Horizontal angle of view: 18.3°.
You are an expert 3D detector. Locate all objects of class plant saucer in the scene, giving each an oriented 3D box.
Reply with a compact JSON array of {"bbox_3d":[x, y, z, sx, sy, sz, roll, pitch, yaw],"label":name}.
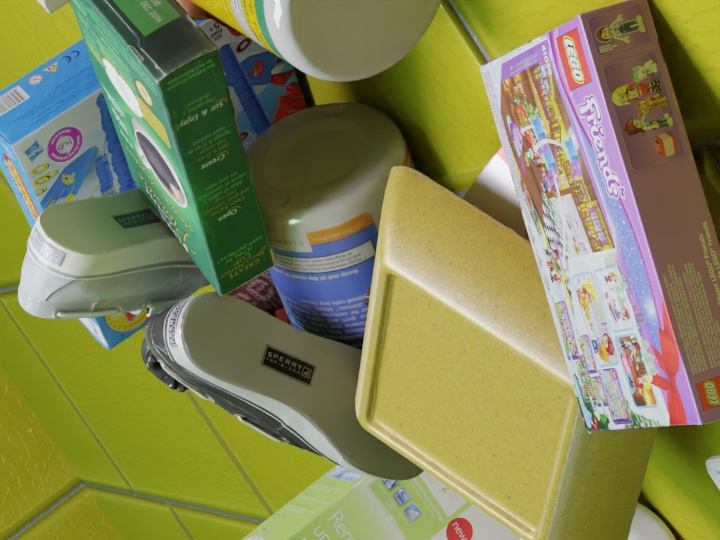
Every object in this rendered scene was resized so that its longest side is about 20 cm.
[{"bbox_3d":[0.072,0.067,1.278,0.200,0.048,0.201,32,140,23],"label":"plant saucer"}]

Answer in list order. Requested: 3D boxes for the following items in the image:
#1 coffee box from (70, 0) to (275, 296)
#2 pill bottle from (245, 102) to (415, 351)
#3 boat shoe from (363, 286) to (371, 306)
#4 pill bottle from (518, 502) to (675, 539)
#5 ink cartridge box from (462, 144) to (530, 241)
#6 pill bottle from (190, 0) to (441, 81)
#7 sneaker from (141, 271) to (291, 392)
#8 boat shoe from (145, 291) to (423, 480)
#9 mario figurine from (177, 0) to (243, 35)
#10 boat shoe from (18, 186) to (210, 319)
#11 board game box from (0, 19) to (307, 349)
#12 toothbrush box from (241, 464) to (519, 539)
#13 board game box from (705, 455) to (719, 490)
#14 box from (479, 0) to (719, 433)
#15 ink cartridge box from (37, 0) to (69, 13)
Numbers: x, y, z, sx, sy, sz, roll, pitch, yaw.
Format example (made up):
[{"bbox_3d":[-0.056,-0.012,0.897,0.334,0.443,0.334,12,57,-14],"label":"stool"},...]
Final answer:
[{"bbox_3d":[-0.111,-0.089,1.313,0.123,0.044,0.200,49,163,36],"label":"coffee box"},{"bbox_3d":[0.000,0.000,1.445,0.112,0.112,0.200,35,155,45],"label":"pill bottle"},{"bbox_3d":[0.077,0.081,1.385,0.200,0.074,0.076,41,164,-20],"label":"boat shoe"},{"bbox_3d":[0.148,0.231,1.504,0.113,0.113,0.200,48,162,17],"label":"pill bottle"},{"bbox_3d":[0.120,0.001,1.248,0.161,0.050,0.200,48,164,17],"label":"ink cartridge box"},{"bbox_3d":[-0.052,-0.187,1.220,0.200,0.113,0.113,36,156,45],"label":"pill bottle"},{"bbox_3d":[-0.064,0.027,1.559,0.071,0.200,0.098,95,153,-42],"label":"sneaker"},{"bbox_3d":[-0.043,0.073,1.407,0.200,0.071,0.064,32,157,-22],"label":"boat shoe"},{"bbox_3d":[-0.121,-0.194,1.392,0.199,0.106,0.124,22,124,19],"label":"mario figurine"},{"bbox_3d":[-0.139,-0.007,1.418,0.070,0.200,0.072,45,122,27],"label":"boat shoe"},{"bbox_3d":[-0.130,-0.078,1.484,0.056,0.200,0.196,42,160,42],"label":"board game box"},{"bbox_3d":[0.027,0.206,1.624,0.146,0.200,0.086,57,161,-10],"label":"toothbrush box"},{"bbox_3d":[0.285,0.169,1.173,0.200,0.026,0.200,55,163,-2],"label":"board game box"},{"bbox_3d":[0.125,-0.022,1.097,0.137,0.039,0.201,164,90,-72],"label":"box"},{"bbox_3d":[-0.259,-0.300,1.590,0.200,0.083,0.145,44,161,28],"label":"ink cartridge box"}]
